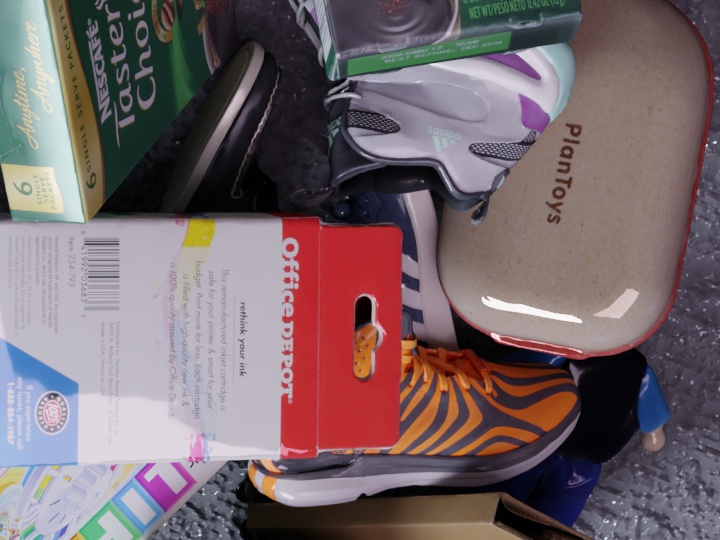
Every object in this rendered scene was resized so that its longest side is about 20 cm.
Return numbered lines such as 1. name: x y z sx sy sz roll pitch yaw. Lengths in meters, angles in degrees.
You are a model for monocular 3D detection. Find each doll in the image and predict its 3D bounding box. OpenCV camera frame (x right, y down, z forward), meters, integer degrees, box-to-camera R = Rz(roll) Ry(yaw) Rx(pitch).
1. doll: 0.116 0.091 1.231 0.135 0.049 0.201 18 113 -21

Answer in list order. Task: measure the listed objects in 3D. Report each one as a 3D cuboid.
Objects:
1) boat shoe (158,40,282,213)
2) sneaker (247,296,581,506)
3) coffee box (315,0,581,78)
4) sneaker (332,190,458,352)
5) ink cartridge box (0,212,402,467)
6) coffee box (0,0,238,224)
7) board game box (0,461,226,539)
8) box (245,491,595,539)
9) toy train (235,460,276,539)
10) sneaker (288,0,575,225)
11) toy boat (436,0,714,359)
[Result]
1. boat shoe: -0.074 -0.028 1.109 0.066 0.075 0.200 22 115 -12
2. sneaker: 0.035 0.054 1.103 0.198 0.078 0.113 -11 119 -27
3. coffee box: 0.025 -0.199 0.986 0.122 0.044 0.202 -9 78 -5
4. sneaker: 0.000 0.000 1.143 0.084 0.075 0.202 -17 120 -7
5. ink cartridge box: -0.083 0.031 1.006 0.198 0.067 0.118 0 94 -17
6. coffee box: -0.116 -0.121 0.986 0.044 0.200 0.124 5 121 18
7. board game box: -0.149 0.093 1.070 0.200 0.034 0.135 -45 130 -10
8. box: 0.056 0.162 1.173 0.163 0.199 0.021 30 65 -37
9. toy train: -0.052 0.091 1.207 0.045 0.034 0.202 -13 120 -17
10. sneaker: -0.007 -0.095 1.029 0.199 0.078 0.141 30 80 14
11. toy boat: 0.119 -0.055 1.117 0.129 0.131 0.202 12 89 11
